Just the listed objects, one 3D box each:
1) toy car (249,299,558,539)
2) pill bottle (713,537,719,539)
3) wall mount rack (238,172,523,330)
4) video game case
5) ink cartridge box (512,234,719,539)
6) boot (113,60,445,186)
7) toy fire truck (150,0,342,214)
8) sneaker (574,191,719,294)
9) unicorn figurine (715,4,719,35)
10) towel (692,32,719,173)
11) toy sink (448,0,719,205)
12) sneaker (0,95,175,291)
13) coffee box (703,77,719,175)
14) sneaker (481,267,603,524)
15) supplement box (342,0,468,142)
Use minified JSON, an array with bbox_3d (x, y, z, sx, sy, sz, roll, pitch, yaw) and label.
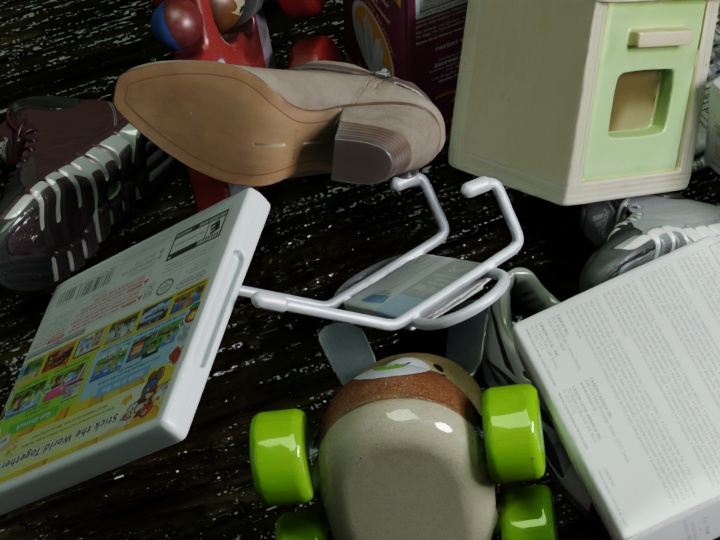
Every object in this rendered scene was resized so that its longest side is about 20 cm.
[{"bbox_3d":[0.029,0.084,1.410,0.164,0.158,0.200,-7,39,6],"label":"toy car"},{"bbox_3d":[0.254,0.099,1.402,0.109,0.110,0.201,-4,51,-1],"label":"pill bottle"},{"bbox_3d":[0.000,0.000,1.452,0.173,0.075,0.200,-31,14,-17],"label":"wall mount rack"},{"bbox_3d":[-0.149,0.053,1.432,0.200,0.023,0.182,-24,36,41],"label":"video game case"},{"bbox_3d":[0.208,0.061,1.347,0.199,0.050,0.161,-24,55,-3],"label":"ink cartridge box"},{"bbox_3d":[-0.045,-0.102,1.472,0.199,0.070,0.146,19,20,0],"label":"boot"},{"bbox_3d":[-0.088,-0.145,1.551,0.112,0.201,0.168,-4,21,16],"label":"toy fire truck"},{"bbox_3d":[0.170,-0.012,1.501,0.115,0.075,0.200,25,22,34],"label":"sneaker"},{"bbox_3d":[0.314,-0.171,1.632,0.137,0.074,0.200,24,23,10],"label":"unicorn figurine"},{"bbox_3d":[0.203,-0.146,1.655,0.199,0.035,0.193,-20,53,-14],"label":"towel"},{"bbox_3d":[0.150,-0.153,1.492,0.130,0.201,0.112,-8,21,-45],"label":"toy sink"},{"bbox_3d":[-0.220,-0.058,1.575,0.115,0.076,0.200,18,36,25],"label":"sneaker"},{"bbox_3d":[0.326,-0.060,1.485,0.114,0.080,0.200,-30,54,-20],"label":"coffee box"},{"bbox_3d":[0.137,0.079,1.440,0.074,0.089,0.200,-29,57,-22],"label":"sneaker"},{"bbox_3d":[0.045,-0.191,1.590,0.085,0.200,0.111,-22,53,-14],"label":"supplement box"}]
